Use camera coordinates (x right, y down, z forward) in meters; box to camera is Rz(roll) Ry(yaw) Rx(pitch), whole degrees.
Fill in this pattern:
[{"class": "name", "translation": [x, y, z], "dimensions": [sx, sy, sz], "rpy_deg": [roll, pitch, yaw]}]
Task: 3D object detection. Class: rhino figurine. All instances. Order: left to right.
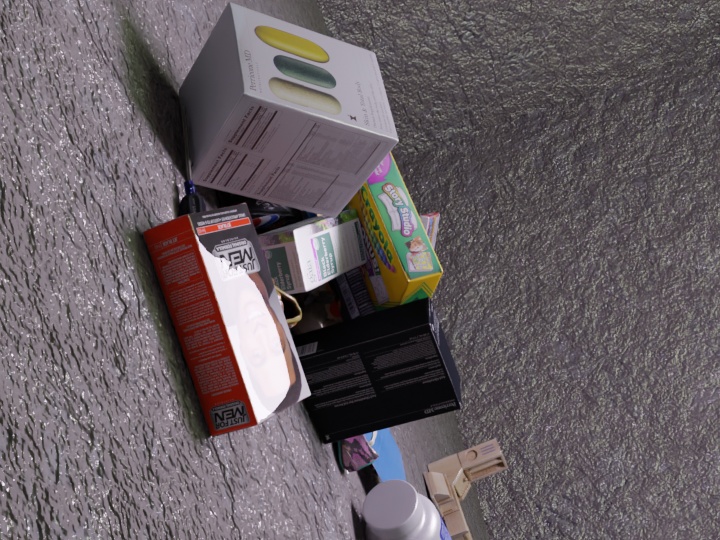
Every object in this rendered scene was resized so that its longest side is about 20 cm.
[{"class": "rhino figurine", "translation": [-0.031, 0.116, 1.384], "dimensions": [0.200, 0.060, 0.088], "rpy_deg": [52, 27, -19]}]

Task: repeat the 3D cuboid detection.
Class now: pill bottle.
[{"class": "pill bottle", "translation": [0.000, 0.000, 1.482], "dimensions": [0.106, 0.106, 0.201], "rpy_deg": [53, 15, -67]}, {"class": "pill bottle", "translation": [0.072, 0.393, 1.405], "dimensions": [0.112, 0.112, 0.200], "rpy_deg": [-99, 168, -50]}]

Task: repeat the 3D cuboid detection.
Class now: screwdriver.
[{"class": "screwdriver", "translation": [-0.191, -0.108, 1.061], "dimensions": [0.028, 0.029, 0.201], "rpy_deg": [60, 10, -54]}]

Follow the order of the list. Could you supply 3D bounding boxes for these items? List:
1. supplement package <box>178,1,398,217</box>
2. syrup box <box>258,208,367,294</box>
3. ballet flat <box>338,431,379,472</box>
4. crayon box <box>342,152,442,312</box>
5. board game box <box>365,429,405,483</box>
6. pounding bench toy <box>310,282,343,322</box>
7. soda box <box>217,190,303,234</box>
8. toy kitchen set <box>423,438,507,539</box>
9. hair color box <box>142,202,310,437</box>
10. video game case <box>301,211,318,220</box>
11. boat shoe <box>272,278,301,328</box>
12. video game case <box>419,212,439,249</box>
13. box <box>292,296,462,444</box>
[{"class": "supplement package", "translation": [-0.089, -0.183, 1.136], "dimensions": [0.199, 0.151, 0.152], "rpy_deg": [12, 49, -31]}, {"class": "syrup box", "translation": [-0.069, -0.024, 1.275], "dimensions": [0.200, 0.081, 0.079], "rpy_deg": [-27, 105, -65]}, {"class": "ballet flat", "translation": [-0.010, 0.200, 1.428], "dimensions": [0.069, 0.071, 0.201], "rpy_deg": [72, 4, -54]}, {"class": "crayon box", "translation": [0.037, -0.038, 1.348], "dimensions": [0.173, 0.058, 0.201], "rpy_deg": [105, -34, -62]}, {"class": "board game box", "translation": [0.016, 0.285, 1.552], "dimensions": [0.158, 0.039, 0.201], "rpy_deg": [-71, 137, -70]}, {"class": "pounding bench toy", "translation": [0.025, 0.035, 1.589], "dimensions": [0.124, 0.199, 0.157], "rpy_deg": [53, 19, -68]}, {"class": "soda box", "translation": [-0.134, -0.100, 1.288], "dimensions": [0.200, 0.063, 0.071], "rpy_deg": [35, 37, -77]}, {"class": "toy kitchen set", "translation": [0.251, 0.488, 2.191], "dimensions": [0.200, 0.180, 0.163], "rpy_deg": [-107, 172, -47]}, {"class": "hair color box", "translation": [-0.125, 0.043, 0.919], "dimensions": [0.101, 0.061, 0.201], "rpy_deg": [-21, 93, -61]}, {"class": "video game case", "translation": [-0.104, -0.104, 1.456], "dimensions": [0.143, 0.018, 0.201], "rpy_deg": [16, -51, 66]}, {"class": "boat shoe", "translation": [-0.120, 0.029, 1.058], "dimensions": [0.200, 0.068, 0.072], "rpy_deg": [39, 35, -74]}, {"class": "video game case", "translation": [0.103, -0.022, 1.592], "dimensions": [0.200, 0.017, 0.144], "rpy_deg": [-28, 128, -80]}, {"class": "box", "translation": [0.021, 0.136, 1.297], "dimensions": [0.079, 0.199, 0.142], "rpy_deg": [-81, 153, -64]}]
